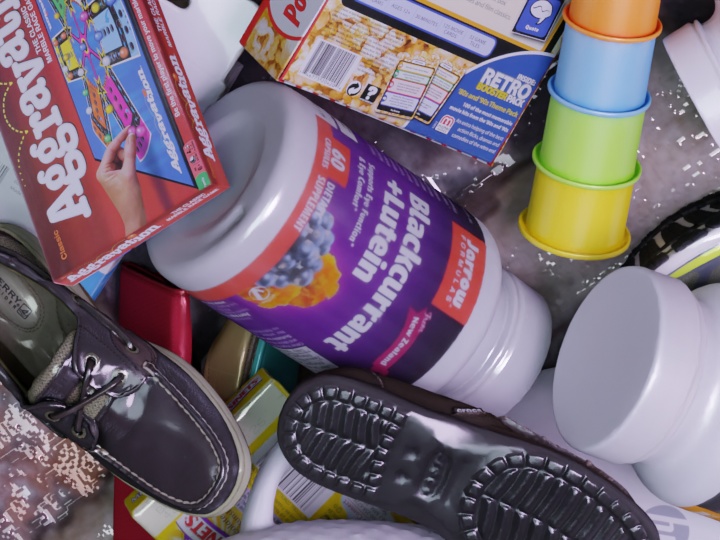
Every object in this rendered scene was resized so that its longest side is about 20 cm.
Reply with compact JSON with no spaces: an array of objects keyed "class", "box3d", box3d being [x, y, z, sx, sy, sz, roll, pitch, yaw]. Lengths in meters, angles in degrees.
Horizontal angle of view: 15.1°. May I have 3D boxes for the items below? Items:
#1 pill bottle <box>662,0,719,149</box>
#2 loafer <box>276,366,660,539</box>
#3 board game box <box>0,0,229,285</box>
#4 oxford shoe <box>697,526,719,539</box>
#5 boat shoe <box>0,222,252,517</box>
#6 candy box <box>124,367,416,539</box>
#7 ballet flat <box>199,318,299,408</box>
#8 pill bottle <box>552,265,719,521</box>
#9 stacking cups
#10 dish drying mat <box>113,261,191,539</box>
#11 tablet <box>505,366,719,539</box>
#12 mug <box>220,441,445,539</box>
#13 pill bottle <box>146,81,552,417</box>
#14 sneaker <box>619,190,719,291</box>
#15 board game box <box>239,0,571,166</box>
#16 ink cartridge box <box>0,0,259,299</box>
[{"class":"pill bottle","box3d":[0.254,-0.131,1.339,0.199,0.112,0.113,-29,98,11]},{"class":"loafer","box3d":[0.057,0.094,1.323,0.199,0.071,0.073,29,109,-7]},{"class":"board game box","box3d":[-0.140,-0.105,1.335,0.103,0.019,0.201,-31,69,26]},{"class":"oxford shoe","box3d":[0.138,0.198,1.442,0.200,0.071,0.073,-32,102,11]},{"class":"boat shoe","box3d":[-0.141,0.052,1.344,0.200,0.065,0.073,38,106,18]},{"class":"candy box","box3d":[-0.022,0.152,1.426,0.102,0.026,0.200,-43,115,0]},{"class":"ballet flat","box3d":[-0.072,0.098,1.444,0.063,0.069,0.201,7,101,22]},{"class":"pill bottle","box3d":[0.203,0.073,1.350,0.199,0.116,0.117,19,104,-24]},{"class":"stacking cups","box3d":[0.126,-0.106,1.360,0.060,0.061,0.201,12,117,3]},{"class":"dish drying mat","box3d":[-0.109,0.100,1.448,0.018,0.077,0.201,-4,103,-28]},{"class":"tablet","box3d":[0.136,0.141,1.406,0.130,0.014,0.201,-12,69,9]},{"class":"mug","box3d":[-0.004,0.171,1.358,0.175,0.148,0.201,10,71,-20]},{"class":"pill bottle","box3d":[0.000,0.000,1.362,0.200,0.112,0.112,33,105,-32]},{"class":"sneaker","box3d":[0.219,-0.007,1.391,0.199,0.074,0.081,-24,102,11]},{"class":"board game box","box3d":[0.053,-0.165,1.341,0.151,0.046,0.200,20,108,-40]},{"class":"ink cartridge box","box3d":[-0.141,-0.085,1.409,0.116,0.067,0.200,34,103,-1]}]
